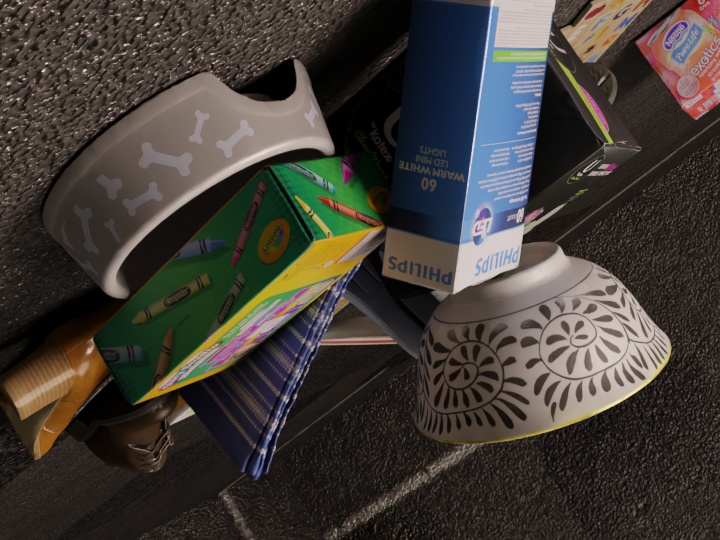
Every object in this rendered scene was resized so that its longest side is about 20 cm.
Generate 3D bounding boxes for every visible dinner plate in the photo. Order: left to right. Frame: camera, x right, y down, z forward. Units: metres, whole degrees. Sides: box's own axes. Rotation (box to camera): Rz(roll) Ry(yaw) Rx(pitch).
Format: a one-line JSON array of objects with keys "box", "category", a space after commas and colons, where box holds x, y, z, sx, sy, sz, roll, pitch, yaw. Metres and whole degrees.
[{"box": [0.026, 0.061, 1.062, 0.197, 0.025, 0.200, 0, 174, 0], "category": "dinner plate"}]

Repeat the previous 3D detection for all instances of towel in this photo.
[{"box": [-0.072, 0.041, 0.824, 0.024, 0.145, 0.202, 19, 100, -38], "category": "towel"}]

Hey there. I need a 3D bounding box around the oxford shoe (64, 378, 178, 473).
[{"box": [-0.190, 0.132, 0.932, 0.073, 0.084, 0.200, -48, -171, -29], "category": "oxford shoe"}]

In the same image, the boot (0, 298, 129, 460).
[{"box": [-0.235, 0.087, 0.912, 0.143, 0.071, 0.201, -33, 172, -25], "category": "boot"}]

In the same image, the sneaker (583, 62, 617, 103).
[{"box": [0.198, -0.132, 1.137, 0.201, 0.076, 0.114, -57, 170, 13], "category": "sneaker"}]

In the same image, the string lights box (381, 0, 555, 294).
[{"box": [0.073, -0.096, 0.695, 0.102, 0.058, 0.203, -17, 117, -57], "category": "string lights box"}]

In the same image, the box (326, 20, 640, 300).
[{"box": [0.086, -0.095, 0.827, 0.199, 0.150, 0.124, -36, 168, 24], "category": "box"}]

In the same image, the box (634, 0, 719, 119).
[{"box": [0.401, -0.251, 1.254, 0.102, 0.095, 0.200, -37, 170, 21], "category": "box"}]

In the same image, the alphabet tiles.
[{"box": [0.211, -0.218, 1.060, 0.165, 0.006, 0.200, -28, 168, -29], "category": "alphabet tiles"}]

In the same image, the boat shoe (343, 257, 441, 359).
[{"box": [0.000, 0.000, 0.902, 0.072, 0.201, 0.062, -42, -170, -13], "category": "boat shoe"}]

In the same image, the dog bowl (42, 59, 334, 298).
[{"box": [-0.103, -0.053, 0.693, 0.199, 0.059, 0.200, -33, 170, -7], "category": "dog bowl"}]

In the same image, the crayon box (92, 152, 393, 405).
[{"box": [-0.075, 0.006, 0.719, 0.200, 0.059, 0.118, -40, 168, 31], "category": "crayon box"}]

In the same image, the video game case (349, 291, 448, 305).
[{"box": [0.012, 0.014, 1.076, 0.143, 0.197, 0.018, 119, -12, -71], "category": "video game case"}]

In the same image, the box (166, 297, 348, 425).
[{"box": [-0.109, 0.035, 0.966, 0.200, 0.102, 0.112, -39, 169, 30], "category": "box"}]

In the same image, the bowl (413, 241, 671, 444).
[{"box": [0.118, 0.039, 0.787, 0.198, 0.095, 0.201, -20, -168, 4], "category": "bowl"}]
